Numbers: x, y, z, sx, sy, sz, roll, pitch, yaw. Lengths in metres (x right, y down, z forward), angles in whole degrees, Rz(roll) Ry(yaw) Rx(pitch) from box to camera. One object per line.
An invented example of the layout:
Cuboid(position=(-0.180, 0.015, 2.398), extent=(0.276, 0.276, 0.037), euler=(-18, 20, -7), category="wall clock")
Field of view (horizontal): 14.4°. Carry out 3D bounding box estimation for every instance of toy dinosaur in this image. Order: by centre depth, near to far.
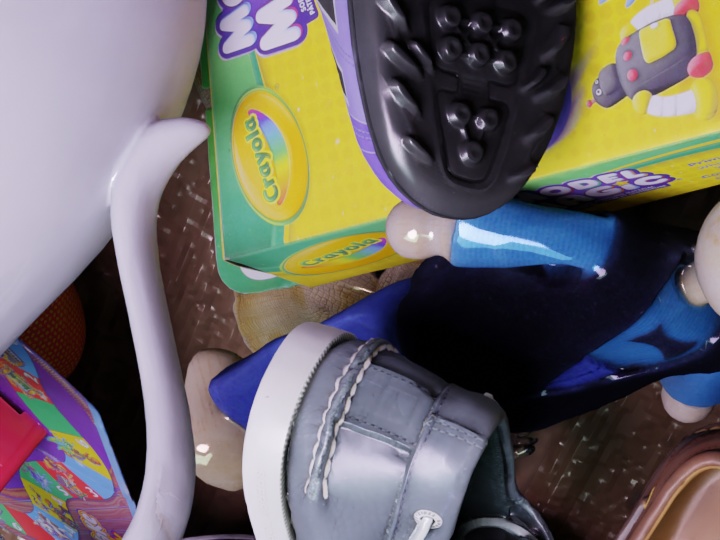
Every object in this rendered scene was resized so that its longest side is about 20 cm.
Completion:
Cuboid(position=(0.000, 0.000, 0.849), extent=(0.101, 0.058, 0.200), euler=(-16, 112, 33), category="toy dinosaur")

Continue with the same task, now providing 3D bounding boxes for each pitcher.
Cuboid(position=(-0.097, -0.020, 0.757), extent=(0.171, 0.121, 0.200), euler=(20, 85, 18), category="pitcher")

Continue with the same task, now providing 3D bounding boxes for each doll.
Cuboid(position=(0.048, 0.019, 0.764), extent=(0.136, 0.049, 0.200), euler=(26, 144, -37), category="doll")

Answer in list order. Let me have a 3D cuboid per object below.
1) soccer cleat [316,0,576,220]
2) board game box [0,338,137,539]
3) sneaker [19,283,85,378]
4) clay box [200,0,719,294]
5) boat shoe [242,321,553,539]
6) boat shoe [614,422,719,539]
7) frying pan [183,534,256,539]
Cuboid(position=(0.005, -0.101, 0.726), extent=(0.073, 0.068, 0.200), euler=(-28, 63, 47), category="soccer cleat")
Cuboid(position=(-0.145, 0.052, 0.901), extent=(0.158, 0.039, 0.200), euler=(27, 157, 20), category="board game box")
Cuboid(position=(-0.116, -0.047, 0.867), extent=(0.077, 0.073, 0.200), euler=(-8, 121, 13), category="sneaker")
Cuboid(position=(0.028, -0.068, 0.763), extent=(0.200, 0.048, 0.115), euler=(-14, 73, 30), category="clay box")
Cuboid(position=(0.022, 0.088, 0.757), extent=(0.062, 0.073, 0.200), euler=(12, 147, 22), category="boat shoe")
Cuboid(position=(0.069, 0.133, 0.747), extent=(0.072, 0.068, 0.200), euler=(20, 92, 21), category="boat shoe")
Cuboid(position=(-0.071, 0.106, 0.907), extent=(0.115, 0.031, 0.190), euler=(-22, 145, 7), category="frying pan")
